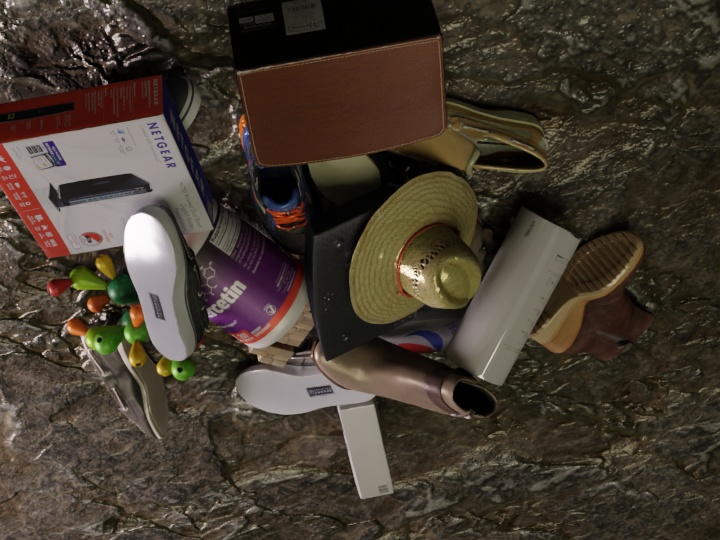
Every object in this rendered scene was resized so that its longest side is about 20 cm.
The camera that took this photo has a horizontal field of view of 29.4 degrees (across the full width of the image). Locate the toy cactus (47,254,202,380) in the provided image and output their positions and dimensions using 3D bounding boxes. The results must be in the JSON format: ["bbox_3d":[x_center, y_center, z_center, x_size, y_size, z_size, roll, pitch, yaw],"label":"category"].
[{"bbox_3d":[-0.238,0.040,1.544,0.165,0.199,0.103,-31,138,-42],"label":"toy cactus"}]

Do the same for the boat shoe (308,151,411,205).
[{"bbox_3d":[0.006,-0.101,1.497,0.073,0.063,0.201,-15,140,28],"label":"boat shoe"}]

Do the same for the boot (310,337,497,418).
[{"bbox_3d":[0.059,0.123,1.579,0.199,0.146,0.071,17,88,-43],"label":"boot"}]

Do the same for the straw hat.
[{"bbox_3d":[0.083,-0.002,1.462,0.201,0.085,0.202,-31,141,-29],"label":"straw hat"}]

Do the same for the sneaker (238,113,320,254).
[{"bbox_3d":[-0.088,-0.083,1.480,0.075,0.079,0.200,-15,137,4],"label":"sneaker"}]

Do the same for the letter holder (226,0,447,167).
[{"bbox_3d":[-0.021,-0.194,1.367,0.199,0.101,0.143,-10,139,-1],"label":"letter holder"}]

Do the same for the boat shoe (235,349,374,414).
[{"bbox_3d":[-0.060,0.128,1.714,0.199,0.066,0.072,-11,117,28],"label":"boat shoe"}]

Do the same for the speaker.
[{"bbox_3d":[0.176,0.031,1.593,0.081,0.081,0.201,23,98,-31],"label":"speaker"}]

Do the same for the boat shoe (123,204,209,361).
[{"bbox_3d":[-0.194,0.005,1.407,0.068,0.057,0.201,21,137,23],"label":"boat shoe"}]

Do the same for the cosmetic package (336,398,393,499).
[{"bbox_3d":[0.003,0.208,1.801,0.050,0.083,0.201,-10,136,2],"label":"cosmetic package"}]

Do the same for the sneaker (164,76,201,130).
[{"bbox_3d":[-0.256,-0.141,1.384,0.199,0.079,0.079,-31,139,21],"label":"sneaker"}]

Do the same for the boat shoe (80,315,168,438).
[{"bbox_3d":[-0.285,0.130,1.676,0.057,0.067,0.201,-2,134,13],"label":"boat shoe"}]

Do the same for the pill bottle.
[{"bbox_3d":[-0.158,-0.008,1.506,0.200,0.113,0.112,36,120,-25],"label":"pill bottle"}]

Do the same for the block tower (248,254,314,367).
[{"bbox_3d":[-0.071,0.029,1.617,0.054,0.058,0.200,15,129,-27],"label":"block tower"}]

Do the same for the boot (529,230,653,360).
[{"bbox_3d":[0.315,0.034,1.716,0.166,0.073,0.200,15,130,-41],"label":"boot"}]

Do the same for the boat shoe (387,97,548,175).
[{"bbox_3d":[0.108,-0.137,1.468,0.199,0.076,0.072,1,136,-12],"label":"boat shoe"}]

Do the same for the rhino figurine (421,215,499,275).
[{"bbox_3d":[0.060,-0.011,1.596,0.199,0.060,0.088,-24,133,7],"label":"rhino figurine"}]

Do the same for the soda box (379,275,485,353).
[{"bbox_3d":[0.065,0.058,1.668,0.199,0.068,0.064,-5,137,-8],"label":"soda box"}]

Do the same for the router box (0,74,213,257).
[{"bbox_3d":[-0.252,-0.097,1.337,0.178,0.049,0.200,-10,149,5],"label":"router box"}]

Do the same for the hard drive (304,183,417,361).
[{"bbox_3d":[0.000,0.000,1.493,0.134,0.042,0.201,-26,140,-19],"label":"hard drive"}]
